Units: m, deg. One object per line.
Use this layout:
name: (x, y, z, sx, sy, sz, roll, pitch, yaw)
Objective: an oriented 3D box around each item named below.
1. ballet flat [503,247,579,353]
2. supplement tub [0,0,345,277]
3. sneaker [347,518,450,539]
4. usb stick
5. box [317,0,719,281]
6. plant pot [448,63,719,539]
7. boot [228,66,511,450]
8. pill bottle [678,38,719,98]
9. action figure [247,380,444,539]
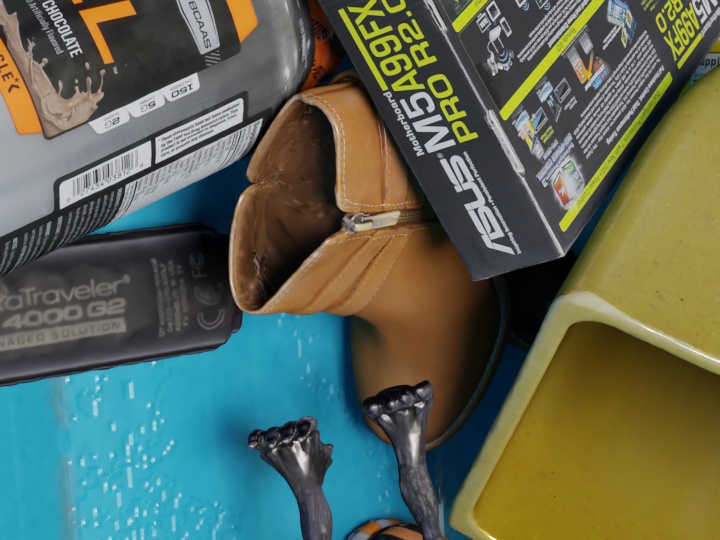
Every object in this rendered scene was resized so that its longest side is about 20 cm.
ballet flat: (0.097, 0.022, 0.995, 0.200, 0.046, 0.067, 41, 71, -33)
supplement tub: (-0.109, -0.076, 0.780, 0.200, 0.122, 0.123, -29, 112, -32)
sneaker: (0.057, 0.208, 0.946, 0.078, 0.112, 0.200, -35, 115, -28)
usb stick: (-0.135, 0.017, 0.829, 0.200, 0.033, 0.055, -8, 94, -36)
box: (0.063, -0.116, 0.829, 0.160, 0.044, 0.200, 60, 40, -19)
plant pot: (0.175, 0.024, 0.871, 0.195, 0.194, 0.200, 24, 56, 3)
boot: (0.000, 0.000, 0.858, 0.155, 0.074, 0.200, -27, 129, -56)
pill bottle: (0.207, -0.064, 1.026, 0.112, 0.112, 0.200, 6, 92, -37)
action figure: (0.014, 0.151, 0.839, 0.102, 0.119, 0.200, -17, 90, -72)
